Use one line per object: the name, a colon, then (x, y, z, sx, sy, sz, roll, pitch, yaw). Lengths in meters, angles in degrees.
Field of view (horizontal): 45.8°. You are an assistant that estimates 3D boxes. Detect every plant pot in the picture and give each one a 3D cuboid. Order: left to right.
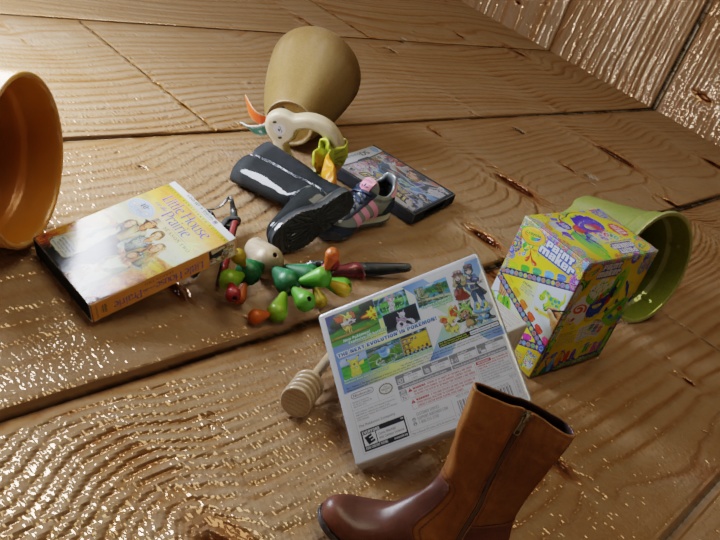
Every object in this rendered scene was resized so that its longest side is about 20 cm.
plant pot: (-0.470, -0.134, 0.982, 0.180, 0.203, 0.201, 6, 28, 3)
plant pot: (-0.107, -0.329, 1.603, 0.184, 0.188, 0.201, 21, 41, -3)
plant pot: (0.446, -0.040, 1.500, 0.198, 0.204, 0.184, 0, 24, -36)

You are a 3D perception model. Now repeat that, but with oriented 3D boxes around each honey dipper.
honey dipper: (-0.044, 0.111, 1.018, 0.038, 0.038, 0.200, 26, 24, 6)

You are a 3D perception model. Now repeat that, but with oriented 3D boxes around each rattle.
rattle: (-0.125, -0.196, 1.401, 0.198, 0.130, 0.144, 31, 53, -14)

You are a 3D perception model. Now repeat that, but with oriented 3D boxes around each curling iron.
curling iron: (0.000, 0.000, 1.242, 0.198, 0.026, 0.049, 2, -3, -41)

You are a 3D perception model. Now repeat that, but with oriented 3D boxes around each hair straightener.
hair straightener: (-0.207, -0.053, 1.166, 0.076, 0.041, 0.201, 17, 34, -9)

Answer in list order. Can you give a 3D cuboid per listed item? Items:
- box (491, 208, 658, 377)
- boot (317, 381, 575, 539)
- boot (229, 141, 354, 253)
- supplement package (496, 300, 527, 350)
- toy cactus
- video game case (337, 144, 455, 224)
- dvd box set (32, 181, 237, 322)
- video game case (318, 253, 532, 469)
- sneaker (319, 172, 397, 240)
box: (0.300, 0.028, 1.243, 0.198, 0.195, 0.122, -7, 39, -44)
boot: (0.073, 0.191, 0.782, 0.186, 0.202, 0.069, 22, 28, -1)
boot: (-0.133, -0.117, 1.304, 0.164, 0.066, 0.199, -29, 50, -36)
supplement package: (0.098, 0.099, 1.058, 0.113, 0.111, 0.199, 38, 32, 27)
toy cactus: (-0.108, -0.002, 1.117, 0.197, 0.104, 0.165, -8, 31, -31)
video game case: (0.057, -0.163, 1.574, 0.198, 0.026, 0.180, 33, 29, 18)
dvd box set: (-0.270, -0.029, 1.028, 0.198, 0.030, 0.146, -27, 52, -32)
video game case: (0.066, 0.097, 0.932, 0.022, 0.197, 0.185, 54, 17, -60)
sneaker: (-0.010, -0.109, 1.367, 0.070, 0.083, 0.199, 33, 34, 21)
